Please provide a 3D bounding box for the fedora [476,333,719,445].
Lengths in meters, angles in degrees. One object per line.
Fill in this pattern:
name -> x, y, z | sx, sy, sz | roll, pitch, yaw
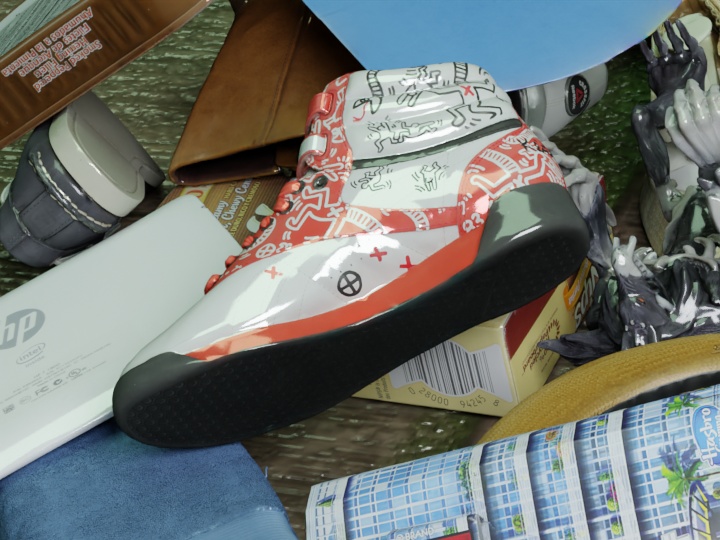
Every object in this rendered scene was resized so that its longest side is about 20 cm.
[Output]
fedora -> 0.129, 0.104, 0.967 | 0.200, 0.082, 0.201 | -9, 34, 6

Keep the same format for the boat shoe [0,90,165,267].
boat shoe -> -0.139, -0.045, 1.267 | 0.063, 0.073, 0.200 | -43, 9, 6

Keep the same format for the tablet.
tablet -> -0.138, 0.038, 1.131 | 0.200, 0.014, 0.130 | -29, 31, -9

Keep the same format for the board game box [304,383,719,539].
board game box -> 0.047, 0.154, 0.859 | 0.199, 0.201, 0.062 | -15, -10, 14

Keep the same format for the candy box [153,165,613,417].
candy box -> 0.000, 0.000, 1.190 | 0.200, 0.055, 0.115 | 7, 39, 27

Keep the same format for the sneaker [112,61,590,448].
sneaker -> -0.018, -0.011, 1.073 | 0.201, 0.067, 0.108 | -25, 57, -2

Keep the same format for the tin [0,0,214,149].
tin -> -0.119, -0.121, 1.231 | 0.200, 0.042, 0.112 | -31, 15, 30

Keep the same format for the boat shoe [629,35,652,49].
boat shoe -> 0.152, -0.161, 1.354 | 0.199, 0.072, 0.065 | -7, 56, -2

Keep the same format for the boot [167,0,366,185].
boot -> -0.058, -0.113, 1.283 | 0.188, 0.069, 0.200 | 1, 51, 16

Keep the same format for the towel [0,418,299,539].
towel -> -0.072, 0.128, 1.030 | 0.111, 0.049, 0.200 | -20, 35, -11

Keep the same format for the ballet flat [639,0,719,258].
ballet flat -> 0.155, -0.065, 1.231 | 0.067, 0.062, 0.200 | -15, 32, 10

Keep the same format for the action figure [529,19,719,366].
action figure -> 0.124, -0.031, 1.097 | 0.119, 0.102, 0.200 | -15, 39, 35

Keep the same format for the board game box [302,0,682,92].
board game box -> 0.053, -0.125, 1.195 | 0.158, 0.039, 0.200 | -22, 43, -17

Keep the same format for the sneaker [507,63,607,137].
sneaker -> 0.036, -0.101, 1.330 | 0.088, 0.074, 0.200 | -19, 30, -41
